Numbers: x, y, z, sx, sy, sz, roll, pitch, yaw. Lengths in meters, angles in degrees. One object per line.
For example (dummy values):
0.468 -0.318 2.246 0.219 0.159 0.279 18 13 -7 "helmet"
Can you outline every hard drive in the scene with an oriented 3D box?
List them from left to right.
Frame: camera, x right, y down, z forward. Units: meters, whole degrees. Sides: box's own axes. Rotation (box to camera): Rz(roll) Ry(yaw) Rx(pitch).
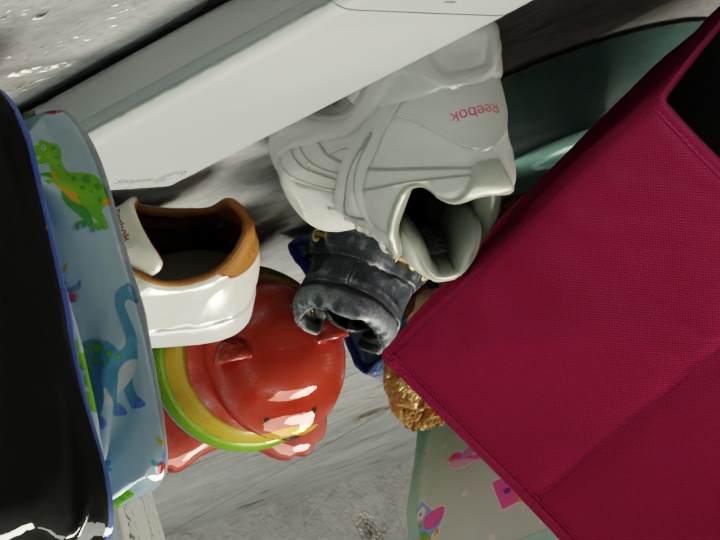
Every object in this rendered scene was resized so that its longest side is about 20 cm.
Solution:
-0.041 -0.079 1.051 0.199 0.027 0.132 -24 171 32 "hard drive"

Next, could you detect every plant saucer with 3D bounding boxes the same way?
0.103 -0.075 1.400 0.199 0.036 0.200 -20 172 -3 "plant saucer"

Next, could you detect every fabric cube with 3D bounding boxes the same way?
0.170 0.013 1.231 0.199 0.200 0.196 -44 -178 34 "fabric cube"

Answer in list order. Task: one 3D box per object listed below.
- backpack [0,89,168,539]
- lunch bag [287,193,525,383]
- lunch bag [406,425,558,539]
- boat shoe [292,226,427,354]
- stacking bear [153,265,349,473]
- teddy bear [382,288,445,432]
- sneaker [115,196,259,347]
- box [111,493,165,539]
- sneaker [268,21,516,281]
-0.170 0.038 0.964 0.147 0.184 0.200 -12 174 -41 "backpack"
0.075 -0.020 1.587 0.200 0.094 0.151 -33 167 6 "lunch bag"
0.119 0.111 1.496 0.170 0.122 0.200 -23 -160 20 "lunch bag"
0.000 0.000 1.392 0.071 0.091 0.200 17 169 7 "boat shoe"
-0.060 0.051 1.487 0.121 0.114 0.200 -5 177 -14 "stacking bear"
0.101 0.019 1.450 0.199 0.067 0.145 -19 -168 13 "teddy bear"
-0.143 0.002 1.269 0.199 0.073 0.085 -14 145 -22 "sneaker"
-0.196 0.096 1.134 0.199 0.200 0.131 -20 153 3 "box"
0.015 -0.037 1.196 0.078 0.100 0.200 -12 169 -18 "sneaker"
